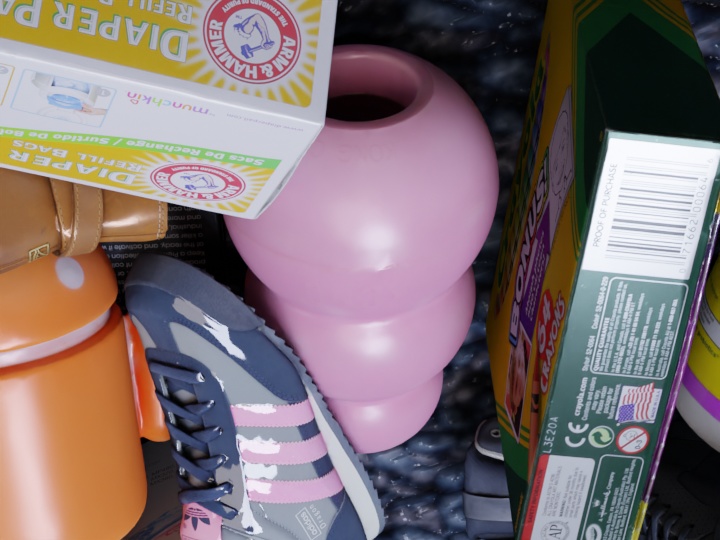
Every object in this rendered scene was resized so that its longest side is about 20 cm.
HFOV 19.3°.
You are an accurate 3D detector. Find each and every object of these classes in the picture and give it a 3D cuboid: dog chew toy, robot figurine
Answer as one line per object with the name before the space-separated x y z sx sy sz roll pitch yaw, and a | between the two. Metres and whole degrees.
dog chew toy | 0.000 0.000 0.962 0.123 0.125 0.201 0 129 1
robot figurine | -0.159 0.057 0.946 0.142 0.117 0.202 0 110 15

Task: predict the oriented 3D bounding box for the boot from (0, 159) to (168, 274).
boot | -0.168 -0.085 0.899 0.154 0.201 0.077 -7 144 -16

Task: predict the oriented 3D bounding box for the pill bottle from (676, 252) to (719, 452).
pill bottle | 0.220 -0.010 0.957 0.103 0.105 0.201 15 119 -8

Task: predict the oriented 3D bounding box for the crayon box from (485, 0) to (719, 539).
crayon box | 0.100 -0.009 0.919 0.058 0.173 0.202 6 120 -6

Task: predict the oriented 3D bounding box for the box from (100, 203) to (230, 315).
box | -0.134 -0.014 1.000 0.141 0.036 0.202 -1 119 3

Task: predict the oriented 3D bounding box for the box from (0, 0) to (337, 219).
box | -0.113 -0.105 0.824 0.198 0.114 0.101 11 157 -15

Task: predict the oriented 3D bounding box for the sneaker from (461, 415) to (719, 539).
sneaker | 0.119 0.124 0.984 0.145 0.203 0.078 3 107 3

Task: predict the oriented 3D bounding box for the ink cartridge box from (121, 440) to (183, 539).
ink cartridge box | -0.079 0.192 1.024 0.082 0.201 0.146 -25 118 12

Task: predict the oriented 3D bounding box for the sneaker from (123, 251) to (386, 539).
sneaker | -0.057 0.082 0.941 0.070 0.082 0.201 10 142 45
